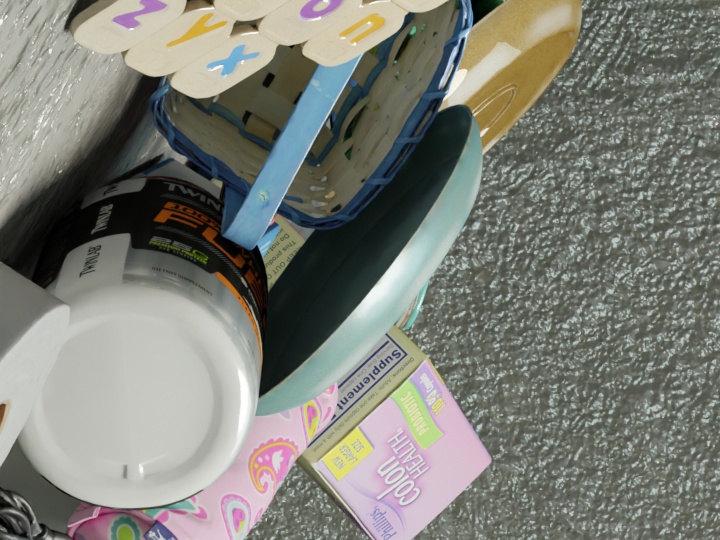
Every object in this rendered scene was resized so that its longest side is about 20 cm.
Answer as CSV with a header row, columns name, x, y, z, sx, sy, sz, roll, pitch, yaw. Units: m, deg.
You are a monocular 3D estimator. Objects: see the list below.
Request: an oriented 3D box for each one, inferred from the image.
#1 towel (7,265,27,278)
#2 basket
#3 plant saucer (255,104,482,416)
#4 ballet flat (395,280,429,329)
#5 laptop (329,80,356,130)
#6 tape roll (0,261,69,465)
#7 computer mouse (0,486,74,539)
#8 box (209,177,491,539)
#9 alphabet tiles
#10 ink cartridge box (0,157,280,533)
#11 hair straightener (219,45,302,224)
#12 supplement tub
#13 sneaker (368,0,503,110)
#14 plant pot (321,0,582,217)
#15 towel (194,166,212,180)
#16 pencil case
name,x,y,z,sx,sy,sz,roll,pitch,yaw
towel,-0.229,0.102,1.333,0.200,0.022,0.147,-58,179,-35
basket,-0.022,-0.110,1.401,0.177,0.139,0.200,-58,-174,12
plant saucer,0.000,0.000,1.408,0.200,0.027,0.200,-48,-167,15
ballet flat,0.026,-0.061,1.736,0.067,0.064,0.200,148,-40,-71
laptop,0.036,-0.180,1.752,0.200,0.116,0.187,-39,179,8
tape roll,-0.201,0.082,1.140,0.201,0.066,0.200,-57,176,-6
computer mouse,-0.234,0.181,1.398,0.200,0.044,0.110,-35,150,7
box,-0.032,0.059,1.744,0.097,0.200,0.176,-42,151,-5
alphabet tiles,-0.021,-0.139,1.177,0.195,0.015,0.200,-30,157,20
ink cartridge box,-0.141,0.046,1.577,0.200,0.086,0.146,-60,176,13
hair straightener,-0.037,-0.126,1.548,0.077,0.041,0.200,126,-19,-71
supplement tub,-0.108,0.028,1.367,0.123,0.122,0.200,-59,-169,17
sneaker,0.046,-0.125,1.617,0.200,0.083,0.074,90,6,-57
plant pot,0.059,-0.091,1.568,0.200,0.027,0.200,-42,169,-10
towel,-0.074,-0.072,1.812,0.200,0.048,0.112,-60,178,18
pencil case,-0.087,0.108,1.525,0.200,0.087,0.088,-50,172,-47
